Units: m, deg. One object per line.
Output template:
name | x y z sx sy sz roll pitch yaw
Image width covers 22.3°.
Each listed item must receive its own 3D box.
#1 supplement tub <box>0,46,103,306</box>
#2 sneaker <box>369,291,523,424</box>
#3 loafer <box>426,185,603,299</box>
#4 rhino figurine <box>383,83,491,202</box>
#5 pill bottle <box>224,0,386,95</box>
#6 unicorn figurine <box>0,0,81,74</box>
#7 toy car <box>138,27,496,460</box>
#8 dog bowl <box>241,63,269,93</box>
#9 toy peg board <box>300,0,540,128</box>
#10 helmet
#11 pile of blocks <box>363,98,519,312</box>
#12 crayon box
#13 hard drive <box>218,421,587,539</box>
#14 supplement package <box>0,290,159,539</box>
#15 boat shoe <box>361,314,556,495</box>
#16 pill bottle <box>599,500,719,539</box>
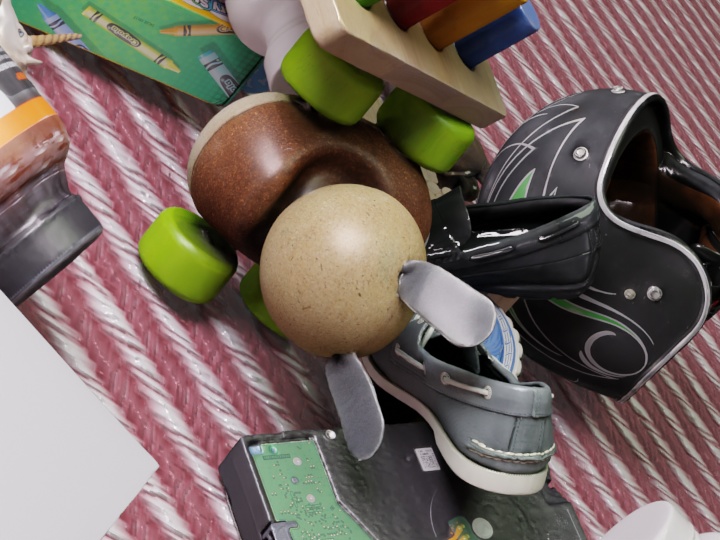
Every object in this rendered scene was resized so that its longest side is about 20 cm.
supplement tub | -0.210 -0.074 0.858 0.200 0.107 0.107 50 27 -3
sneaker | 0.048 0.069 1.122 0.089 0.078 0.201 39 29 -29
loafer | 0.054 -0.021 1.150 0.199 0.071 0.068 -1 32 -6
rhino figurine | 0.051 -0.135 1.401 0.087 0.060 0.201 25 35 -43
pill bottle | -0.036 -0.197 1.089 0.104 0.104 0.201 20 48 -47
unicorn figurine | -0.217 -0.155 0.955 0.138 0.074 0.200 56 -1 -12
toy car | 0.000 0.000 0.988 0.157 0.164 0.200 23 24 -44
dog bowl | -0.053 -0.191 1.257 0.050 0.111 0.201 53 23 -28
toy peg board | 0.035 -0.204 0.988 0.199 0.097 0.201 17 51 -60
helmet | 0.171 -0.024 1.296 0.191 0.200 0.200 45 26 8
pile of blocks | 0.022 -0.037 1.239 0.200 0.062 0.082 50 37 13
crayon box | -0.156 -0.190 1.111 0.199 0.058 0.119 22 38 -32
hard drive | 0.033 0.149 0.978 0.199 0.038 0.140 -1 55 -36
supplement package | -0.203 0.064 0.694 0.200 0.111 0.156 49 27 -6
boat shoe | 0.055 0.051 1.015 0.072 0.062 0.200 3 23 -21
pill bottle | 0.231 0.244 1.159 0.200 0.109 0.109 48 27 -7
